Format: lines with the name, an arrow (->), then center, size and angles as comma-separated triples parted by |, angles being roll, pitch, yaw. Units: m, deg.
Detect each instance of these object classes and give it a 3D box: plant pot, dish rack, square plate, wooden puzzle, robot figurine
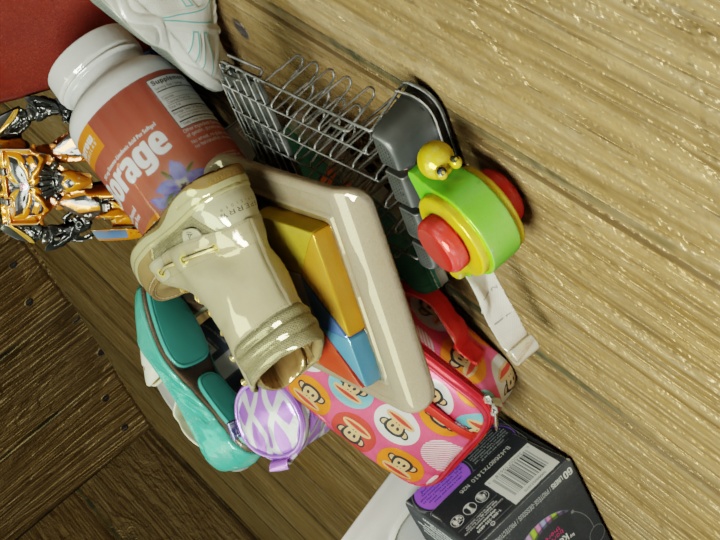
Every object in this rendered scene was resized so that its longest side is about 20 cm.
plant pot -> -0.316, -0.273, 1.415 | 0.200, 0.176, 0.200 | 41, 163, 32
dish rack -> -0.013, -0.088, 1.130 | 0.199, 0.055, 0.154 | 28, 153, 36
square plate -> 0.083, 0.243, 1.428 | 0.028, 0.200, 0.199 | 9, 138, 44
wooden puzzle -> -0.039, 0.010, 1.182 | 0.199, 0.037, 0.187 | 15, 130, 51
robot figurine -> -0.247, -0.088, 1.429 | 0.058, 0.198, 0.147 | -105, 11, -71

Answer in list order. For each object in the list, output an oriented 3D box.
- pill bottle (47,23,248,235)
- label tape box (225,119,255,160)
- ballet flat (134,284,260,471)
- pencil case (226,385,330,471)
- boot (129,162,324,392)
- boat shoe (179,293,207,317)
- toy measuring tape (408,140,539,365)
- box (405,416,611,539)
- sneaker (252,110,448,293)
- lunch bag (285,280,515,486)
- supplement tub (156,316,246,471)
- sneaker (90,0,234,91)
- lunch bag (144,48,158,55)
pill bottle -> -0.176, -0.108, 1.333 | 0.201, 0.112, 0.112 | 51, 166, 11
label tape box -> -0.065, -0.031, 1.458 | 0.200, 0.066, 0.143 | 50, 166, 12
ballet flat -> -0.163, 0.103, 1.452 | 0.201, 0.070, 0.067 | 55, -149, 11
pencil case -> -0.028, 0.113, 1.440 | 0.084, 0.199, 0.086 | -22, 91, 41
boot -> -0.101, 0.025, 1.192 | 0.156, 0.072, 0.200 | 60, 149, 8
boat shoe -> -0.137, -0.005, 1.484 | 0.200, 0.076, 0.072 | -30, 89, 54
toy measuring tape -> 0.089, -0.004, 1.051 | 0.073, 0.073, 0.201 | 30, 155, 54
box -> 0.146, 0.251, 1.382 | 0.106, 0.122, 0.201 | 28, 154, 53
sneaker -> -0.014, -0.038, 1.238 | 0.200, 0.080, 0.071 | 45, 173, 30
lunch bag -> 0.028, 0.073, 1.304 | 0.199, 0.082, 0.176 | 37, 138, 1
supplement tub -> -0.094, 0.090, 1.567 | 0.140, 0.200, 0.141 | 46, 165, 16
sneaker -> -0.142, -0.207, 1.273 | 0.070, 0.081, 0.200 | 36, 180, 23
lunch bag -> -0.210, -0.160, 1.529 | 0.200, 0.094, 0.151 | 40, 160, 33
